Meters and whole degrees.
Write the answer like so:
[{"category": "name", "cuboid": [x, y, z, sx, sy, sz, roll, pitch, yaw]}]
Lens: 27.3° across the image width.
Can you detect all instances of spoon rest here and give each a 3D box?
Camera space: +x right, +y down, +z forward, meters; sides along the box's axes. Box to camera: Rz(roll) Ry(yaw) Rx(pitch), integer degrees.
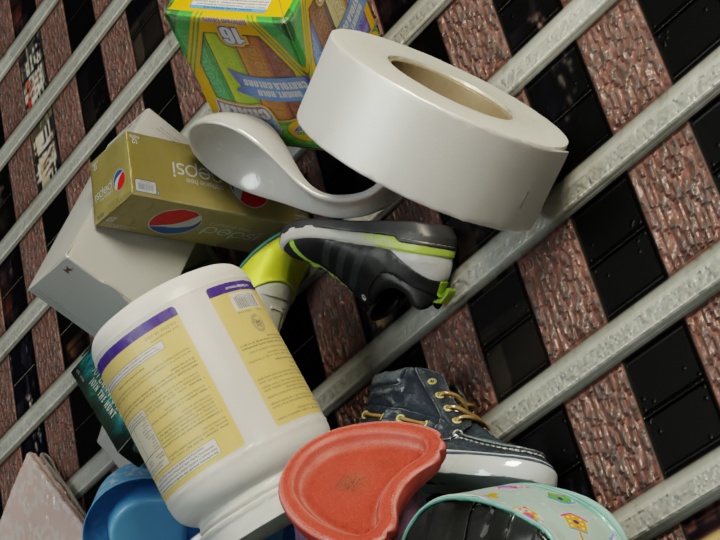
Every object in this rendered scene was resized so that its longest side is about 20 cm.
[{"category": "spoon rest", "cuboid": [-0.060, -0.087, 1.268, 0.198, 0.100, 0.061, 12, 60, 19]}]

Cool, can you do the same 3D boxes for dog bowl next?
[{"category": "dog bowl", "cuboid": [-0.145, 0.220, 1.306, 0.050, 0.197, 0.113, -115, 28, -66]}]

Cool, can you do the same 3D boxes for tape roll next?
[{"category": "tape roll", "cuboid": [0.055, -0.107, 1.117, 0.202, 0.201, 0.071, 44, 114, 47]}]

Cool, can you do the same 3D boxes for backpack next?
[{"category": "backpack", "cuboid": [0.111, 0.243, 0.994, 0.175, 0.152, 0.203, 2, 99, 49]}]

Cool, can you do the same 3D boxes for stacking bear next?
[{"category": "stacking bear", "cuboid": [0.016, 0.224, 1.108, 0.113, 0.122, 0.202, 9, 132, 32]}]

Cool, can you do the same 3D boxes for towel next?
[{"category": "towel", "cuboid": [-0.359, 0.333, 1.667, 0.200, 0.032, 0.193, 39, 111, 48]}]

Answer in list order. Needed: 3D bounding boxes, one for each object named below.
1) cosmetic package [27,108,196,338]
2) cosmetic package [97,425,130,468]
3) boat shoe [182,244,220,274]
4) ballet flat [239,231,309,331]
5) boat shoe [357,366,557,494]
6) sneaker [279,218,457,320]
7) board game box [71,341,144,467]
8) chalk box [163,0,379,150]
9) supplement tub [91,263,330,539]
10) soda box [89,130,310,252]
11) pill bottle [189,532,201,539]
[{"category": "cosmetic package", "cuboid": [-0.214, -0.040, 1.387, 0.085, 0.107, 0.201, -31, 27, 44]}, {"category": "cosmetic package", "cuboid": [-0.168, 0.169, 1.425, 0.200, 0.090, 0.108, 37, 111, 46]}, {"category": "boat shoe", "cuboid": [-0.184, -0.004, 1.504, 0.069, 0.074, 0.202, 115, 140, -65]}, {"category": "ballet flat", "cuboid": [-0.108, 0.047, 1.380, 0.200, 0.066, 0.067, -42, 48, 26]}, {"category": "boat shoe", "cuboid": [0.071, 0.123, 1.146, 0.199, 0.071, 0.092, -1, 64, 41]}, {"category": "sneaker", "cuboid": [0.000, 0.000, 1.258, 0.199, 0.071, 0.084, 3, 89, 48]}, {"category": "board game box", "cuboid": [-0.194, 0.083, 1.359, 0.136, 0.028, 0.200, -51, 29, -2]}, {"category": "chalk box", "cuboid": [-0.063, -0.189, 1.293, 0.123, 0.201, 0.125, 7, 54, 27]}, {"category": "supplement tub", "cuboid": [-0.112, 0.113, 1.184, 0.145, 0.145, 0.201, -39, 75, 39]}, {"category": "soda box", "cuboid": [-0.144, -0.067, 1.355, 0.068, 0.198, 0.065, -32, 58, 43]}, {"category": "pill bottle", "cuboid": [-0.077, 0.307, 1.222, 0.111, 0.110, 0.201, -47, 64, 34]}]
